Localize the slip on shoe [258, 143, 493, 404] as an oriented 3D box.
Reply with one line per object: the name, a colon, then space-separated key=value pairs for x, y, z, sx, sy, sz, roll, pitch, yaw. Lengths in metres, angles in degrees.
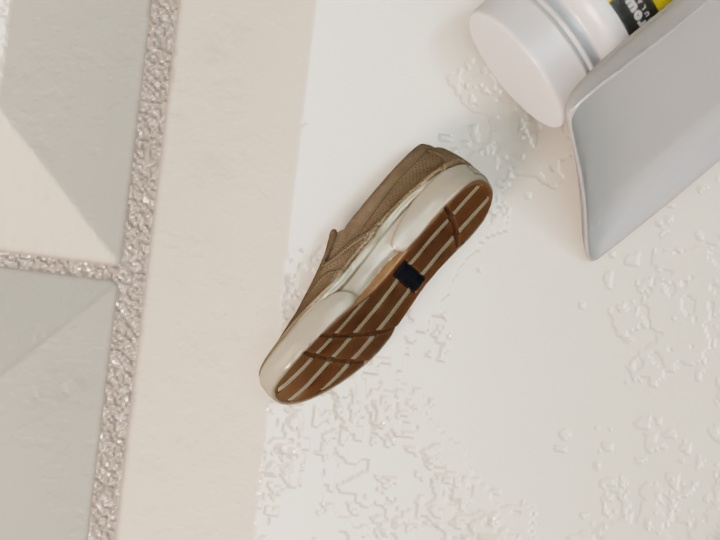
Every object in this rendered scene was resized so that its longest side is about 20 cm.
slip on shoe: x=0.000 y=0.000 z=1.430 sx=0.061 sy=0.076 sz=0.200 roll=40 pitch=89 yaw=31

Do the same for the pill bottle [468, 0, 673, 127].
pill bottle: x=0.176 y=-0.191 z=1.443 sx=0.200 sy=0.114 sz=0.114 roll=-40 pitch=97 yaw=-10

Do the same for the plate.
plate: x=0.208 y=-0.119 z=1.428 sx=0.200 sy=0.200 sz=0.032 roll=-39 pitch=62 yaw=-11
